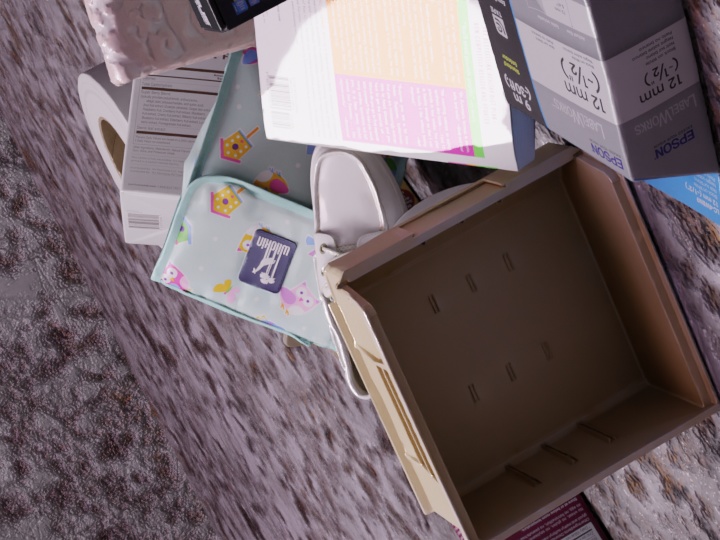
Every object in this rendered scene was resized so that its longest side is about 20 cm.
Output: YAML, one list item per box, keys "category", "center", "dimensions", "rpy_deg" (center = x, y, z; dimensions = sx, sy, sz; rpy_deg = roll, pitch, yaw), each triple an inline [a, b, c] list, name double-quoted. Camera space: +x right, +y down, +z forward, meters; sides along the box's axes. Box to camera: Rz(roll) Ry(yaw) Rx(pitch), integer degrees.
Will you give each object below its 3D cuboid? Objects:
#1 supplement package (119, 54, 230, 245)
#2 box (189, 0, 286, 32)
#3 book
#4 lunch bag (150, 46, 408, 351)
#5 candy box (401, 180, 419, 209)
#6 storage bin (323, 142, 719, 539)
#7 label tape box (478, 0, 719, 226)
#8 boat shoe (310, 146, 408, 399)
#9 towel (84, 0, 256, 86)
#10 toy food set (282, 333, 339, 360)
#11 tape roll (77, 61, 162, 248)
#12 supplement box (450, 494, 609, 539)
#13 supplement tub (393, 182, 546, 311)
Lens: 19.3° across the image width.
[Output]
- category: "supplement package"
  center: [-0.143, -0.133, 1.865]
  dimensions: [0.121, 0.119, 0.202]
  rpy_deg: [100, 175, -68]
- category: "box"
  center: [-0.041, -0.265, 1.328]
  dimensions: [0.043, 0.199, 0.161]
  rpy_deg: [22, 137, 66]
- category: "book"
  center: [0.019, -0.141, 1.398]
  dimensions: [0.199, 0.048, 0.135]
  rpy_deg: [10, 117, 31]
- category: "lunch bag"
  center: [-0.059, -0.053, 1.657]
  dimensions: [0.169, 0.201, 0.122]
  rpy_deg: [21, 165, -7]
- category: "candy box"
  center: [-0.009, -0.071, 1.838]
  dimensions: [0.200, 0.056, 0.117]
  rpy_deg: [54, 162, 20]
- category: "storage bin"
  center: [0.105, 0.046, 1.410]
  dimensions: [0.200, 0.199, 0.094]
  rpy_deg: [65, 166, -16]
- category: "label tape box"
  center: [0.139, -0.119, 1.263]
  dimensions: [0.143, 0.066, 0.201]
  rpy_deg: [39, 152, 53]
- category: "boat shoe"
  center: [0.000, 0.000, 1.567]
  dimensions: [0.069, 0.070, 0.201]
  rpy_deg: [-50, -49, -62]
- category: "towel"
  center: [-0.124, -0.249, 1.501]
  dimensions: [0.032, 0.190, 0.201]
  rpy_deg: [-14, 94, 58]
- category: "toy food set"
  center: [0.014, 0.060, 1.744]
  dimensions: [0.200, 0.060, 0.144]
  rpy_deg: [41, 135, 34]
- category: "tape roll"
  center: [-0.174, -0.135, 2.097]
  dimensions: [0.203, 0.139, 0.203]
  rpy_deg: [53, 162, 25]
- category: "supplement box"
  center: [0.138, 0.215, 1.808]
  dimensions: [0.201, 0.085, 0.110]
  rpy_deg: [58, 164, 12]
- category: "supplement tub"
  center: [0.100, 0.050, 1.561]
  dimensions: [0.132, 0.131, 0.201]
  rpy_deg: [42, 155, 50]
